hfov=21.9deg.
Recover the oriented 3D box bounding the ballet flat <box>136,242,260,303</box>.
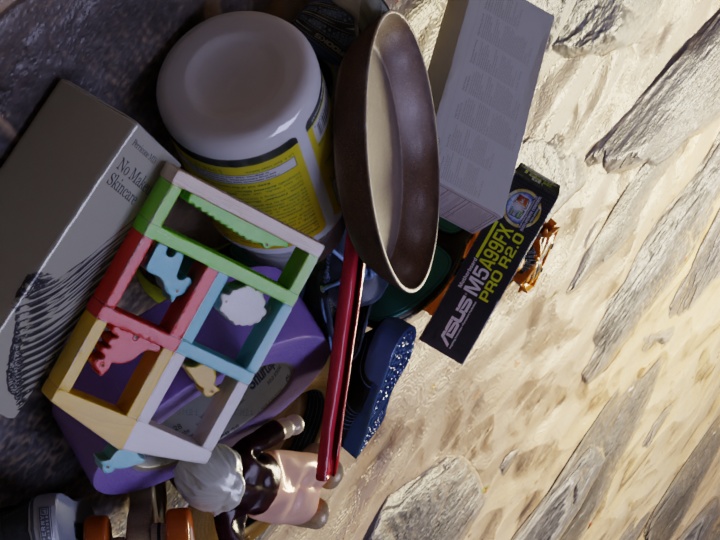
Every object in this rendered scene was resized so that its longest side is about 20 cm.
[{"bbox_3d":[-0.105,0.013,1.409,0.200,0.067,0.067,-21,138,-58],"label":"ballet flat"}]

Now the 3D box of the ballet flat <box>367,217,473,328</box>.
[{"bbox_3d":[0.064,-0.022,1.654,0.200,0.070,0.065,-50,170,-14],"label":"ballet flat"}]

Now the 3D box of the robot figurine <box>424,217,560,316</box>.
[{"bbox_3d":[0.134,-0.012,1.861,0.200,0.058,0.146,-17,134,-57],"label":"robot figurine"}]

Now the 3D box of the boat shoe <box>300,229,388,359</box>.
[{"bbox_3d":[0.000,0.000,1.503,0.084,0.069,0.200,-21,150,-16],"label":"boat shoe"}]

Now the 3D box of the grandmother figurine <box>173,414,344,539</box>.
[{"bbox_3d":[-0.082,0.167,1.441,0.200,0.060,0.122,26,75,-63],"label":"grandmother figurine"}]

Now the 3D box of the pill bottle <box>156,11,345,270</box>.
[{"bbox_3d":[-0.067,-0.083,1.311,0.113,0.112,0.200,-51,155,-18],"label":"pill bottle"}]

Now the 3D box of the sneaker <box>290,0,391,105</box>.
[{"bbox_3d":[-0.021,-0.133,1.415,0.085,0.077,0.200,-38,143,-20],"label":"sneaker"}]

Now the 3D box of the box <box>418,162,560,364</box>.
[{"bbox_3d":[0.113,-0.010,1.589,0.161,0.044,0.200,-60,177,8],"label":"box"}]

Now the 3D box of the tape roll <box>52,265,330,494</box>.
[{"bbox_3d":[-0.122,0.082,1.356,0.200,0.066,0.200,-30,164,-10],"label":"tape roll"}]

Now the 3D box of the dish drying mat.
[{"bbox_3d":[-0.012,0.052,1.370,0.077,0.018,0.201,-96,-166,-89],"label":"dish drying mat"}]

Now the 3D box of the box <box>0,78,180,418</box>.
[{"bbox_3d":[-0.204,-0.013,1.175,0.200,0.068,0.082,-57,157,-4],"label":"box"}]

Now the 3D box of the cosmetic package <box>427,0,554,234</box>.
[{"bbox_3d":[0.092,-0.137,1.509,0.051,0.082,0.201,-29,-142,55],"label":"cosmetic package"}]

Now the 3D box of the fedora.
[{"bbox_3d":[-0.100,0.141,1.543,0.201,0.082,0.201,-44,153,-30],"label":"fedora"}]

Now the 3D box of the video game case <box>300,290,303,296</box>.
[{"bbox_3d":[0.025,-0.050,1.644,0.200,0.022,0.183,-12,128,-59],"label":"video game case"}]

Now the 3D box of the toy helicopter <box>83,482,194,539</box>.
[{"bbox_3d":[-0.162,0.223,1.446,0.200,0.078,0.133,-99,-177,-73],"label":"toy helicopter"}]

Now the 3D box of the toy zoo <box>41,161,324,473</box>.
[{"bbox_3d":[-0.122,0.044,1.219,0.131,0.020,0.201,28,93,-36],"label":"toy zoo"}]

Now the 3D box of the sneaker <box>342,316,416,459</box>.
[{"bbox_3d":[-0.010,0.094,1.629,0.070,0.078,0.200,-52,170,-35],"label":"sneaker"}]

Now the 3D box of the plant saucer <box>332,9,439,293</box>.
[{"bbox_3d":[0.017,-0.084,1.326,0.200,0.034,0.201,-3,90,-75],"label":"plant saucer"}]

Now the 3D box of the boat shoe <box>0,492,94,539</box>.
[{"bbox_3d":[-0.233,0.203,1.387,0.200,0.056,0.069,79,2,-73],"label":"boat shoe"}]
